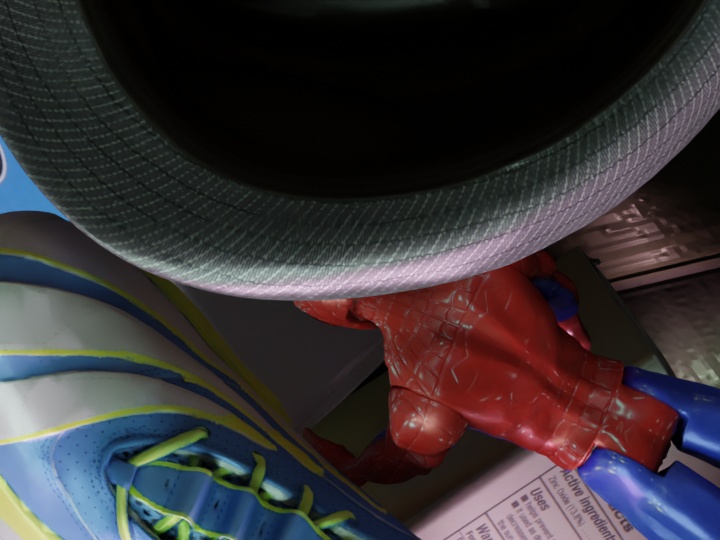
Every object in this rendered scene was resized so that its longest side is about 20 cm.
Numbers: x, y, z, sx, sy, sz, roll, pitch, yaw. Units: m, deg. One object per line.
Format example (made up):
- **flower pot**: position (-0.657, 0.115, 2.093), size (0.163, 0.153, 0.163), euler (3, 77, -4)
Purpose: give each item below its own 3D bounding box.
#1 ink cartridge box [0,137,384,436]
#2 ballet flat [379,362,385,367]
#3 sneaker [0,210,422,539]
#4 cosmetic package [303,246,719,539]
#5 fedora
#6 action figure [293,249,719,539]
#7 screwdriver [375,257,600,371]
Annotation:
- **ink cartridge box**: position (-0.098, 0.004, 0.827), size (0.147, 0.086, 0.200), euler (53, 137, -6)
- **ballet flat**: position (0.000, 0.000, 0.860), size (0.062, 0.068, 0.200), euler (12, 145, -19)
- **sneaker**: position (-0.016, 0.062, 0.682), size (0.105, 0.076, 0.200), euler (1, 138, 43)
- **cosmetic package**: position (0.011, 0.095, 0.809), size (0.200, 0.071, 0.105), euler (-32, 122, 1)
- **fedora**: position (0.005, -0.087, 0.685), size (0.199, 0.090, 0.177), euler (-26, 93, 4)
- **action figure**: position (0.064, 0.047, 0.721), size (0.199, 0.065, 0.099), euler (29, 165, -11)
- **screwdriver**: position (0.006, 0.030, 0.926), size (0.200, 0.028, 0.029), euler (-24, 160, 37)
